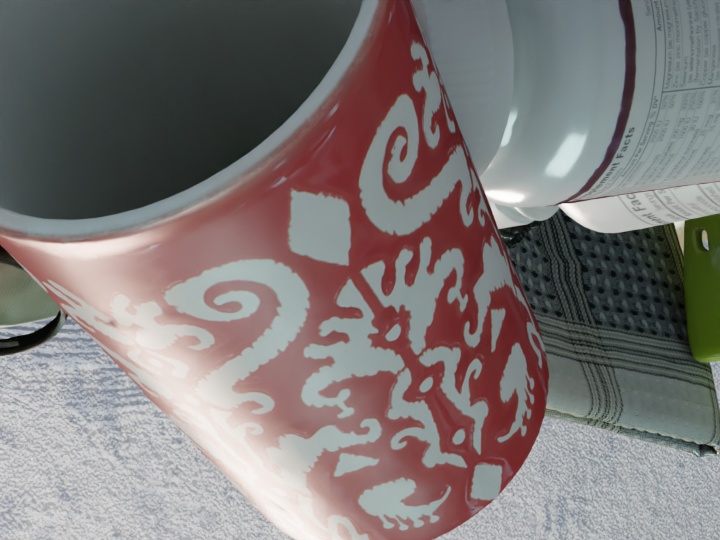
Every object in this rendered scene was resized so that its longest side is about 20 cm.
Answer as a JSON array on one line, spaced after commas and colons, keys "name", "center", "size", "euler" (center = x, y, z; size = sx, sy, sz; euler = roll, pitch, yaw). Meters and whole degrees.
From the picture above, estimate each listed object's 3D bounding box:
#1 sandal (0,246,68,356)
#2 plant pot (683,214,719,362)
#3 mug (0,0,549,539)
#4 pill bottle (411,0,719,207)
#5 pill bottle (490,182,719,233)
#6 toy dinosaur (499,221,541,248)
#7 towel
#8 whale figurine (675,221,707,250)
[{"name": "sandal", "center": [-0.165, 0.012, 0.932], "size": [0.080, 0.057, 0.201], "euler": [-47, 165, 20]}, {"name": "plant pot", "center": [0.289, -0.061, 1.127], "size": [0.199, 0.183, 0.198], "euler": [-11, 176, 36]}, {"name": "mug", "center": [-0.027, -0.028, 0.606], "size": [0.133, 0.178, 0.200], "euler": [-23, 141, 8]}, {"name": "pill bottle", "center": [0.084, -0.080, 0.729], "size": [0.199, 0.110, 0.109], "euler": [-8, 177, -30]}, {"name": "pill bottle", "center": [0.126, -0.077, 0.898], "size": [0.199, 0.115, 0.114], "euler": [-11, 177, 30]}, {"name": "toy dinosaur", "center": [0.044, -0.041, 0.993], "size": [0.047, 0.088, 0.200], "euler": [-33, -172, 47]}, {"name": "towel", "center": [0.110, -0.007, 1.092], "size": [0.199, 0.194, 0.034], "euler": [15, 146, -40]}, {"name": "whale figurine", "center": [0.238, -0.095, 1.389], "size": [0.200, 0.104, 0.159], "euler": [-38, 164, 24]}]
